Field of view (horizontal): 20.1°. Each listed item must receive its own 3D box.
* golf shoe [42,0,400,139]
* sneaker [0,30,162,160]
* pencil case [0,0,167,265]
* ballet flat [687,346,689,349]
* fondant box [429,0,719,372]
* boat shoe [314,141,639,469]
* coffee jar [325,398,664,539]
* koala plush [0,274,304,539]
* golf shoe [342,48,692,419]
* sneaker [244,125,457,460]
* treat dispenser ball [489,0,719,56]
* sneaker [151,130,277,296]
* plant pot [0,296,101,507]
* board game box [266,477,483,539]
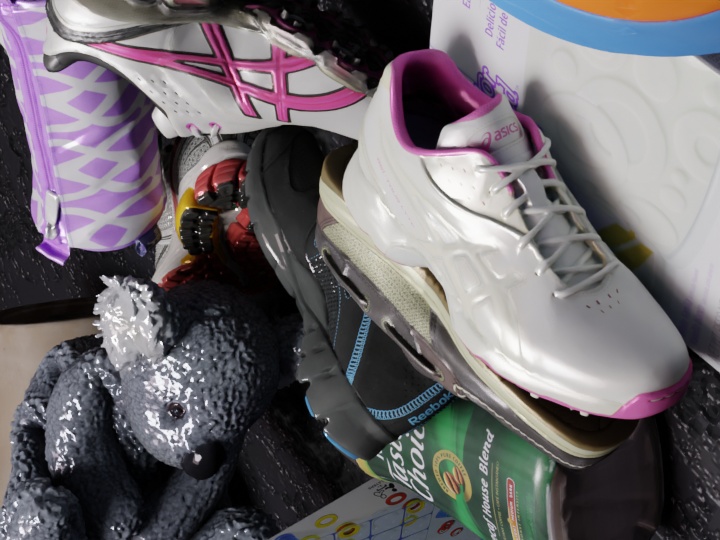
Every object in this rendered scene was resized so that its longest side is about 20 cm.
[{"bbox_3d":[-0.062,-0.103,1.024,0.200,0.073,0.092,24,113,-10],"label":"golf shoe"},{"bbox_3d":[-0.171,-0.138,1.246,0.200,0.070,0.093,65,151,16],"label":"sneaker"},{"bbox_3d":[-0.159,-0.098,1.108,0.084,0.085,0.200,31,144,32],"label":"pencil case"},{"bbox_3d":[0.076,-0.001,0.992,0.200,0.057,0.067,36,142,39],"label":"ballet flat"},{"bbox_3d":[0.114,-0.071,0.869,0.200,0.058,0.145,43,147,33],"label":"fondant box"},{"bbox_3d":[0.050,0.022,0.946,0.201,0.072,0.066,46,142,25],"label":"boat shoe"},{"bbox_3d":[0.061,0.081,1.059,0.200,0.085,0.105,26,135,47],"label":"coffee jar"},{"bbox_3d":[-0.114,0.076,1.226,0.200,0.177,0.184,-54,34,43],"label":"koala plush"},{"bbox_3d":[0.064,-0.017,0.867,0.200,0.075,0.092,42,144,30],"label":"golf shoe"},{"bbox_3d":[0.000,0.000,1.043,0.073,0.082,0.200,41,-156,-55],"label":"sneaker"},{"bbox_3d":[0.101,-0.169,0.657,0.201,0.201,0.201,39,144,36],"label":"treat dispenser ball"},{"bbox_3d":[-0.085,-0.038,1.224,0.200,0.078,0.082,118,146,-62],"label":"sneaker"},{"bbox_3d":[-0.203,0.113,1.433,0.200,0.200,0.174,6,105,56],"label":"plant pot"},{"bbox_3d":[0.040,0.193,1.073,0.196,0.200,0.056,31,138,42],"label":"board game box"}]
